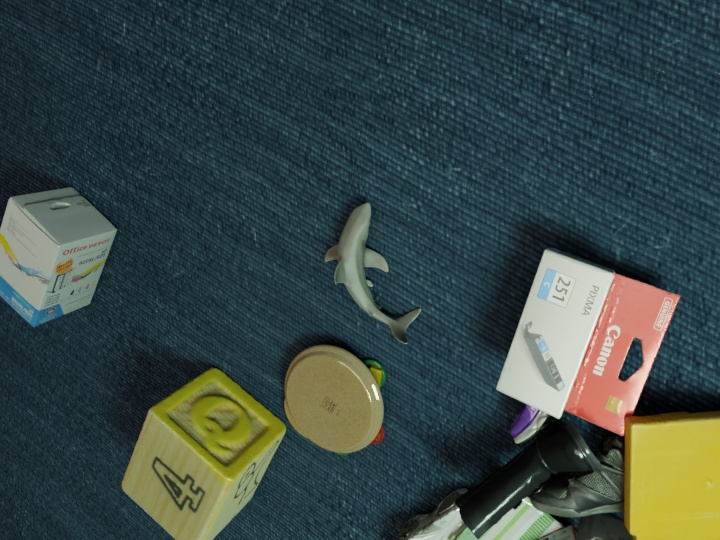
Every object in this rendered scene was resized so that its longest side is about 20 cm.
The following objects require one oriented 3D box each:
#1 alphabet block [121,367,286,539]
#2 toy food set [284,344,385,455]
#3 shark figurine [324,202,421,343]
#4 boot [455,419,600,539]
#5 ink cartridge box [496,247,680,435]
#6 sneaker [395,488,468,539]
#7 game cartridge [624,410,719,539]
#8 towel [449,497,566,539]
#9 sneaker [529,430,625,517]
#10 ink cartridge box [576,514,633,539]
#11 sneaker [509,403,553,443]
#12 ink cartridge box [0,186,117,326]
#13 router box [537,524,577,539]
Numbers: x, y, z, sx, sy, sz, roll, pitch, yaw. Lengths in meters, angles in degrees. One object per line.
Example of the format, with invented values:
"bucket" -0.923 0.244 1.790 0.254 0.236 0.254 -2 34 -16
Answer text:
"alphabet block" -0.282 0.339 1.159 0.194 0.195 0.203 34 115 11
"toy food set" -0.044 0.222 1.091 0.194 0.048 0.205 19 111 20
"shark figurine" -0.003 0.022 0.994 0.126 0.089 0.219 -23 92 30
"boot" 0.221 0.291 0.875 0.198 0.165 0.066 -35 76 1
"ink cartridge box" 0.291 0.095 0.828 0.173 0.045 0.205 21 103 21
"sneaker" 0.131 0.452 1.057 0.100 0.078 0.200 49 120 2
"game cartridge" 0.447 0.269 0.835 0.194 0.032 0.181 -4 104 4
"towel" 0.256 0.435 0.987 0.198 0.023 0.154 37 108 -1
"sneaker" 0.334 0.287 0.912 0.195 0.076 0.117 -14 97 25
"ink cartridge box" 0.372 0.407 0.845 0.172 0.199 0.046 7 102 24
"sneaker" 0.262 0.154 0.921 0.083 0.080 0.204 29 106 30
"ink cartridge box" -0.595 -0.031 1.231 0.144 0.147 0.202 38 118 11
"router box" 0.278 0.510 0.964 0.197 0.049 0.182 -31 97 15
